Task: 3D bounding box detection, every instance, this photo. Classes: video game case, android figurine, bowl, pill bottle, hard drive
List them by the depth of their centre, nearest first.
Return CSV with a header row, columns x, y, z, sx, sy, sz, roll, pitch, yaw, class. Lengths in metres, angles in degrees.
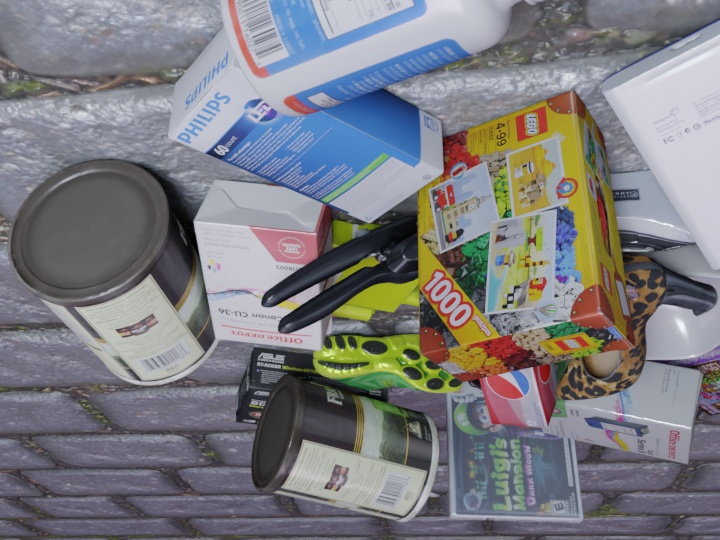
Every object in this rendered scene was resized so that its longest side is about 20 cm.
x,y,z,sx,sy,sz,roll,pitch,yaw,class
0.024,-0.175,0.505,0.200,0.112,0.112,-14,148,26,pill bottle
0.295,-0.097,0.642,0.132,0.025,0.200,-25,121,32,hard drive
0.309,0.023,0.888,0.199,0.075,0.200,4,151,-3,bowl
0.000,0.000,0.897,0.200,0.041,0.182,10,150,-19,android figurine
0.213,0.251,1.173,0.181,0.200,0.023,2,150,-1,video game case

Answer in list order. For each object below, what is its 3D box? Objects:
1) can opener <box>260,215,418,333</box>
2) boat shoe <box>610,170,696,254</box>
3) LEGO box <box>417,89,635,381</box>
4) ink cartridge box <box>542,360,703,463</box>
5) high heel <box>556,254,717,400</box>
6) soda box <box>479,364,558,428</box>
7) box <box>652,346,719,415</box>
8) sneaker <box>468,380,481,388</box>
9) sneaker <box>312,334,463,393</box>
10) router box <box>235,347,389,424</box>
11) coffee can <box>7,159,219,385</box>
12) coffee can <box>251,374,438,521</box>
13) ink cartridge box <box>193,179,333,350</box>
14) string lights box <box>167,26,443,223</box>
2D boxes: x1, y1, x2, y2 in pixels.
x,y,z,sx,sy,sz,roll,pitch,yaw,class
-0.005,-0.003,0.753,0.200,0.063,0.079,-24,160,-30,can opener
0.256,-0.046,0.768,0.199,0.072,0.068,0,149,8,boat shoe
0.128,-0.024,0.680,0.149,0.200,0.077,-17,147,29,LEGO box
0.338,0.174,1.095,0.200,0.088,0.145,8,154,22,ink cartridge box
0.225,0.060,0.799,0.142,0.072,0.200,15,132,-35,high heel
0.160,0.074,0.896,0.070,0.063,0.200,-2,123,31,soda box
0.497,0.140,1.125,0.137,0.039,0.200,-23,142,36,box
0.173,0.086,0.996,0.077,0.084,0.200,4,151,-7,sneaker
0.037,0.121,1.093,0.199,0.074,0.084,8,165,-2,sneaker
-0.072,0.179,1.198,0.199,0.062,0.150,8,149,-12,router box
-0.228,0.009,0.813,0.146,0.147,0.200,-2,151,6,coffee can
-0.021,0.231,1.070,0.200,0.147,0.146,19,147,-21,coffee can
-0.089,0.012,0.827,0.116,0.068,0.200,6,135,7,ink cartridge box
-0.040,-0.114,0.671,0.200,0.059,0.103,22,145,-32,string lights box
